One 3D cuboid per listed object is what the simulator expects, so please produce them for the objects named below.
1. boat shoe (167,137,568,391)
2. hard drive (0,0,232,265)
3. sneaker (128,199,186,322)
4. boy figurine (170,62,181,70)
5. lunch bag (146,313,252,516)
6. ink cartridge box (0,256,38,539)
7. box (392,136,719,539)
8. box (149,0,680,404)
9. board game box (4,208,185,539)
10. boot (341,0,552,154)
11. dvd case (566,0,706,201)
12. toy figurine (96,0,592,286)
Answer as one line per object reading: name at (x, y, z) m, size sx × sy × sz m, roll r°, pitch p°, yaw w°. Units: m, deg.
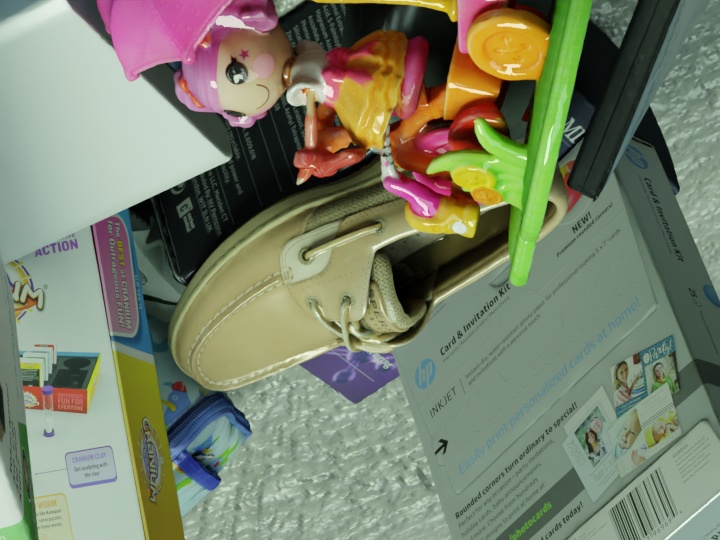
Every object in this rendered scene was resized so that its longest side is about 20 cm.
boat shoe at (0.000, 0.000, 1.190) m, size 0.200 × 0.065 × 0.071 m, roll -35°, pitch 137°, yaw 18°
hard drive at (-0.171, -0.044, 1.109) m, size 0.200 × 0.026 × 0.132 m, roll -24°, pitch 143°, yaw 17°
sneaker at (-0.141, -0.022, 1.264) m, size 0.088 × 0.074 × 0.200 m, roll -30°, pitch 139°, yaw 11°
boy figurine at (-0.100, -0.143, 1.149) m, size 0.124 × 0.065 × 0.200 m, roll -18°, pitch 140°, yaw -1°
lunch bag at (-0.129, 0.099, 1.323) m, size 0.161 × 0.082 × 0.200 m, roll -43°, pitch 174°, yaw -6°
ink cartridge box at (-0.183, 0.016, 1.041) m, size 0.084 × 0.145 × 0.200 m, roll -10°, pitch 145°, yaw -2°
box at (0.095, 0.060, 1.188) m, size 0.041 × 0.200 × 0.156 m, roll 19°, pitch 128°, yaw -37°
box at (0.022, -0.053, 1.270) m, size 0.200 × 0.104 × 0.148 m, roll -34°, pitch 138°, yaw 18°
board game box at (-0.161, 0.074, 1.196) m, size 0.153 × 0.201 × 0.040 m, roll -10°, pitch 179°, yaw 19°
boot at (0.079, -0.145, 1.102) m, size 0.164 × 0.066 × 0.200 m, roll 0°, pitch 118°, yaw -10°
dvd case at (0.147, -0.141, 1.162) m, size 0.018 × 0.200 × 0.143 m, roll 27°, pitch 142°, yaw 7°
toy figurine at (-0.009, -0.088, 1.039) m, size 0.184 × 0.150 × 0.200 m, roll 12°, pitch 145°, yaw 3°
